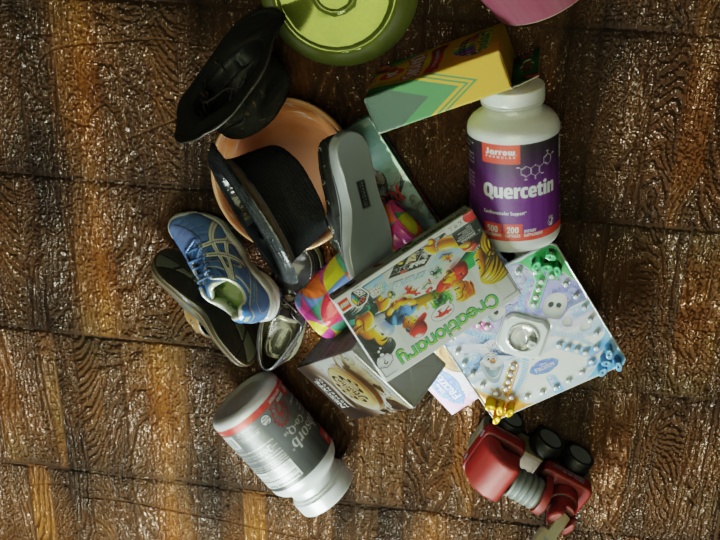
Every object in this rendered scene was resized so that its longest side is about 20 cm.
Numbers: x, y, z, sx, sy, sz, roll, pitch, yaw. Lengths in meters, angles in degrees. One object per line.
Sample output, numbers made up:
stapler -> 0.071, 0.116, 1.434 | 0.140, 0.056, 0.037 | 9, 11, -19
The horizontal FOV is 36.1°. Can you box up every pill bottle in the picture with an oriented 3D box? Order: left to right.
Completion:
pill bottle -> -0.109, 0.252, 1.596 | 0.116, 0.116, 0.200 | -33, 107, 23
pill bottle -> 0.187, -0.130, 1.350 | 0.112, 0.113, 0.200 | 0, 118, 11

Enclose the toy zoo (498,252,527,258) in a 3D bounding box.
toy zoo -> 0.161, 0.052, 1.499 | 0.200, 0.020, 0.131 | -34, 106, 24

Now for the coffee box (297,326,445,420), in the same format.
coffee box -> 0.010, 0.128, 1.470 | 0.113, 0.080, 0.200 | 43, 156, -9

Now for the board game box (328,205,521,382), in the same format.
board game box -> 0.079, 0.029, 1.337 | 0.200, 0.035, 0.126 | -34, 106, -2

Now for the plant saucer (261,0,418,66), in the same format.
plant saucer -> -0.030, -0.340, 1.333 | 0.200, 0.031, 0.200 | 4, 116, 9

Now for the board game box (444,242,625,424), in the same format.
board game box -> 0.211, 0.088, 1.435 | 0.200, 0.026, 0.200 | -27, 110, 21

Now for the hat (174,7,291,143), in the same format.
hat -> -0.137, -0.217, 1.343 | 0.201, 0.201, 0.081 | -39, 122, 25

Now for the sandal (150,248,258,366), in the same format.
sandal -> -0.220, 0.055, 1.543 | 0.200, 0.082, 0.055 | 43, 134, -11

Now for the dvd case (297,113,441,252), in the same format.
dvd case -> 0.007, -0.089, 1.457 | 0.146, 0.022, 0.200 | -27, 109, 21

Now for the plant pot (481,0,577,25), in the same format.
plant pot -> 0.167, -0.376, 1.200 | 0.200, 0.200, 0.179 | -22, 127, 20

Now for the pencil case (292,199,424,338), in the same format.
pencil case -> 0.000, 0.000, 1.437 | 0.088, 0.088, 0.200 | 42, 110, -11

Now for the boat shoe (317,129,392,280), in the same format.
boat shoe -> -0.015, -0.072, 1.363 | 0.066, 0.070, 0.200 | 1, 108, 54

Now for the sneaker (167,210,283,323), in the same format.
sneaker -> -0.190, -0.007, 1.480 | 0.200, 0.077, 0.076 | 43, 120, 17

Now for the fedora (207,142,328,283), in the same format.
fedora -> -0.103, -0.086, 1.349 | 0.092, 0.201, 0.201 | -32, 109, -9

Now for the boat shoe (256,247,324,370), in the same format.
boat shoe -> -0.100, 0.052, 1.522 | 0.072, 0.065, 0.200 | 20, 117, 2

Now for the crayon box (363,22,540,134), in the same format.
crayon box -> 0.111, -0.233, 1.307 | 0.200, 0.127, 0.051 | -17, 112, 17

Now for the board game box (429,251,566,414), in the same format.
board game box -> 0.135, 0.069, 1.477 | 0.199, 0.041, 0.200 | -38, 105, 25

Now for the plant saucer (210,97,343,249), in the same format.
plant saucer -> -0.094, -0.124, 1.425 | 0.200, 0.037, 0.201 | 4, 105, 15

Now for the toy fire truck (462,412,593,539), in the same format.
toy fire truck -> 0.221, 0.315, 1.518 | 0.176, 0.200, 0.129 | 29, 117, -5
